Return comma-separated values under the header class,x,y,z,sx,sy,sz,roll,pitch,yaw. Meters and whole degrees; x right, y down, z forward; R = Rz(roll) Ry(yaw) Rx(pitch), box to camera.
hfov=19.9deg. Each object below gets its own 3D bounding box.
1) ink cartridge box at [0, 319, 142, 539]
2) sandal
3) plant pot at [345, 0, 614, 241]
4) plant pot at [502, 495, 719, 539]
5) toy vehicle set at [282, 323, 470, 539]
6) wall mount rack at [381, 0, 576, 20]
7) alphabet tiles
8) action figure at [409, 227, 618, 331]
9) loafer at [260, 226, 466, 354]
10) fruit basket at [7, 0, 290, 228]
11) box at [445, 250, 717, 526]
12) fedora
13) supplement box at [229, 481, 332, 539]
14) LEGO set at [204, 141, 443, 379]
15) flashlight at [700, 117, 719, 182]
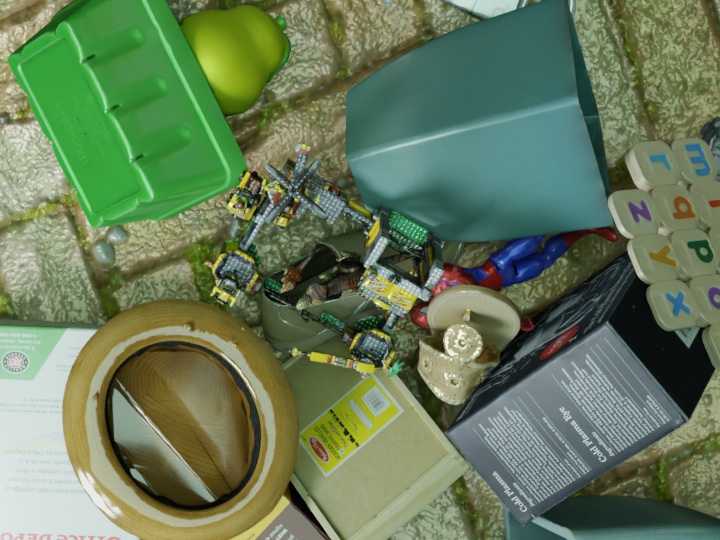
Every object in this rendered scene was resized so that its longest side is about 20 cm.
class,x,y,z,sx,sy,sz,roll,pitch,yaw
ink cartridge box,-0.251,0.145,1.731,0.144,0.088,0.202,2,91,-3
sandal,0.081,0.080,1.681,0.077,0.212,0.070,11,70,-5
plant pot,0.094,-0.110,1.693,0.199,0.142,0.142,-13,132,11
plant pot,0.248,0.288,1.727,0.199,0.196,0.197,-7,94,-13
toy vehicle set,-0.009,0.136,1.705,0.124,0.200,0.027,-39,136,0
wall mount rack,0.107,-0.283,1.736,0.199,0.075,0.175,23,92,-5
alphabet tiles,0.283,-0.014,1.662,0.195,0.015,0.201,-8,70,-41
action figure,0.138,0.006,1.719,0.199,0.099,0.066,-27,126,-13
loafer,0.000,0.000,1.736,0.199,0.068,0.076,-33,55,-1
fruit basket,-0.161,-0.154,1.714,0.215,0.155,0.217,17,64,-38
box,0.192,0.082,1.668,0.182,0.200,0.104,-39,95,33
fedora,-0.147,0.124,1.657,0.199,0.082,0.202,1,85,-9
supplement box,-0.071,0.309,1.728,0.200,0.133,0.197,44,90,-5
LEGO set,-0.025,0.003,1.635,0.200,0.116,0.154,37,103,-10
flashlight,0.386,-0.073,1.774,0.199,0.068,0.068,16,136,-8
